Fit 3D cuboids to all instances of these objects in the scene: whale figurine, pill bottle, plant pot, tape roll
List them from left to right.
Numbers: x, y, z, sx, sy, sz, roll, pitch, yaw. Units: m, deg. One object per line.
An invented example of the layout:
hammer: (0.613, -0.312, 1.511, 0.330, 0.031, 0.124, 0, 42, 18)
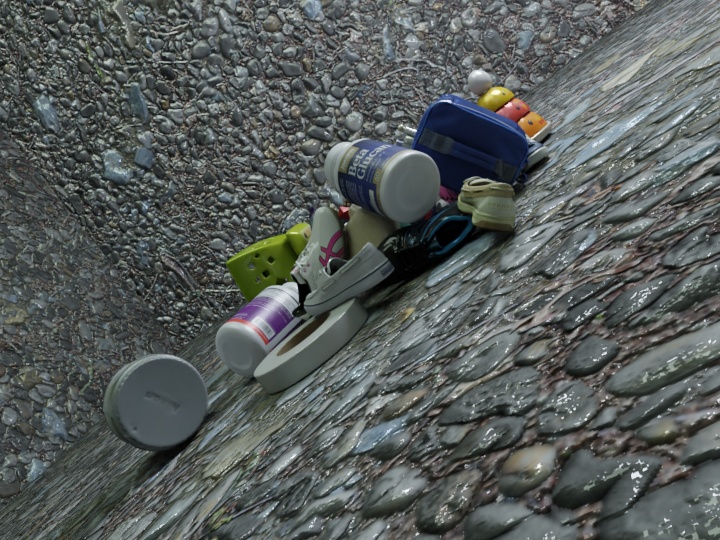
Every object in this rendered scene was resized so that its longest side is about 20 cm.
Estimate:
pill bottle: (-0.174, 0.103, 1.226, 0.112, 0.113, 0.200, -32, 9, 39)
plant pot: (-0.159, 0.007, 1.465, 0.181, 0.200, 0.199, -30, 7, 9)
tape roll: (-0.077, 0.112, 1.006, 0.202, 0.037, 0.203, -37, 8, 6)
whale figurine: (0.015, -0.041, 1.154, 0.103, 0.160, 0.200, -3, -11, -41)
pill bottle: (0.026, -0.152, 1.051, 0.111, 0.111, 0.200, -40, 36, -17)

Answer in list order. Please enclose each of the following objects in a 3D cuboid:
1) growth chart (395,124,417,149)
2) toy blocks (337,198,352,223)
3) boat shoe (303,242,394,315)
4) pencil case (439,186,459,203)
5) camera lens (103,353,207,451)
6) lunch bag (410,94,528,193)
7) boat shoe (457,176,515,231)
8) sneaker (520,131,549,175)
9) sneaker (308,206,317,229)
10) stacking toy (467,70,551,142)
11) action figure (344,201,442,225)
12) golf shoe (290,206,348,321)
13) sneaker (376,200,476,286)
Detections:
growth chart: (0.097, -0.177, 1.240, 0.018, 0.144, 0.201, -35, -33, -48)
toy blocks: (0.034, -0.116, 1.380, 0.137, 0.199, 0.100, 47, -127, -86)
boat shoe: (-0.031, 0.010, 1.015, 0.200, 0.065, 0.074, -30, 10, 41)
pencil case: (0.202, -0.175, 1.269, 0.094, 0.091, 0.200, -37, 10, 3)
camera lens: (-0.358, 0.229, 1.133, 0.160, 0.160, 0.200, -41, 8, -27)
lunch bag: (0.185, -0.196, 1.080, 0.132, 0.199, 0.136, -61, -7, -65)
boat shoe: (0.178, -0.105, 0.905, 0.073, 0.063, 0.201, 8, 17, 3)
sneaker: (0.284, -0.227, 1.195, 0.075, 0.085, 0.200, -36, 7, 8)
sneaker: (-0.055, -0.069, 1.421, 0.074, 0.088, 0.200, -23, -27, 8)
stacking toy: (0.290, -0.332, 1.363, 0.146, 0.200, 0.146, -37, 7, 6)
action figure: (0.082, -0.130, 1.222, 0.201, 0.193, 0.105, -70, -17, 3)
golf shoe: (-0.073, -0.010, 1.112, 0.092, 0.201, 0.072, 1, 2, -35)
sneaker: (0.091, -0.040, 0.995, 0.200, 0.073, 0.082, -36, 7, 14)
